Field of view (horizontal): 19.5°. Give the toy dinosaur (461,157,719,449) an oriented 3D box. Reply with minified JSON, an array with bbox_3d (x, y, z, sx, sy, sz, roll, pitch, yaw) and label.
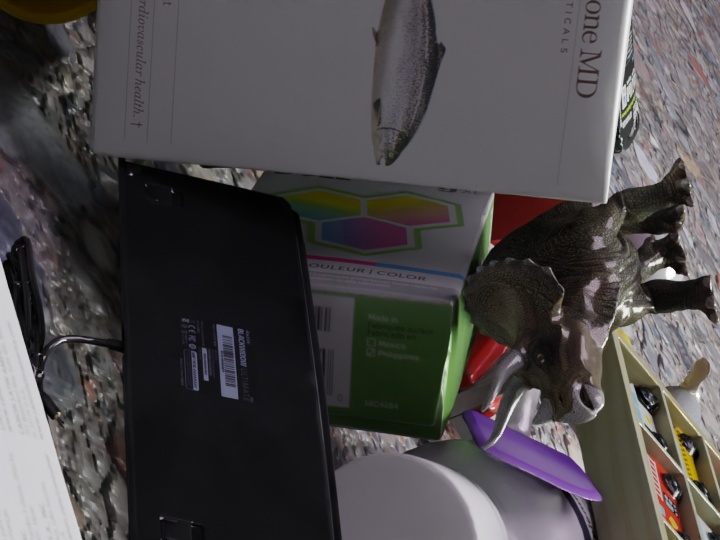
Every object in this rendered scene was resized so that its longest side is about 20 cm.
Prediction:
[{"bbox_3d":[0.084,0.000,0.840,0.200,0.102,0.077,-95,171,-78],"label":"toy dinosaur"}]

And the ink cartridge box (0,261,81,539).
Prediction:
[{"bbox_3d":[-0.167,0.022,0.564,0.200,0.047,0.161,20,44,-54],"label":"ink cartridge box"}]

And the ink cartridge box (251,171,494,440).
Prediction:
[{"bbox_3d":[0.000,0.000,0.892,0.200,0.103,0.060,-62,158,-68],"label":"ink cartridge box"}]

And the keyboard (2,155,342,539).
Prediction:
[{"bbox_3d":[-0.073,0.032,0.733,0.126,0.021,0.201,13,39,-19],"label":"keyboard"}]

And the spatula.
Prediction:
[{"bbox_3d":[0.068,0.042,0.866,0.056,0.021,0.200,26,24,-10],"label":"spatula"}]

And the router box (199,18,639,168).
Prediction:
[{"bbox_3d":[0.018,-0.127,0.921,0.062,0.199,0.151,-60,145,-64],"label":"router box"}]

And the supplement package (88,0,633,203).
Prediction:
[{"bbox_3d":[0.003,-0.106,0.819,0.117,0.199,0.118,-81,175,-71],"label":"supplement package"}]

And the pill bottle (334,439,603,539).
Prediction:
[{"bbox_3d":[0.054,0.130,0.847,0.200,0.111,0.111,26,39,-58],"label":"pill bottle"}]

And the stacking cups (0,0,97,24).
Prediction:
[{"bbox_3d":[-0.133,-0.186,0.910,0.061,0.060,0.200,46,22,-34],"label":"stacking cups"}]

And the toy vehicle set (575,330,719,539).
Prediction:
[{"bbox_3d":[0.138,0.122,0.851,0.124,0.026,0.200,48,19,-26],"label":"toy vehicle set"}]

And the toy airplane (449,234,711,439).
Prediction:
[{"bbox_3d":[0.100,0.020,1.072,0.200,0.141,0.200,38,29,-48],"label":"toy airplane"}]

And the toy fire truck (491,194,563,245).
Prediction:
[{"bbox_3d":[0.012,-0.088,1.005,0.049,0.199,0.142,12,83,-77],"label":"toy fire truck"}]
